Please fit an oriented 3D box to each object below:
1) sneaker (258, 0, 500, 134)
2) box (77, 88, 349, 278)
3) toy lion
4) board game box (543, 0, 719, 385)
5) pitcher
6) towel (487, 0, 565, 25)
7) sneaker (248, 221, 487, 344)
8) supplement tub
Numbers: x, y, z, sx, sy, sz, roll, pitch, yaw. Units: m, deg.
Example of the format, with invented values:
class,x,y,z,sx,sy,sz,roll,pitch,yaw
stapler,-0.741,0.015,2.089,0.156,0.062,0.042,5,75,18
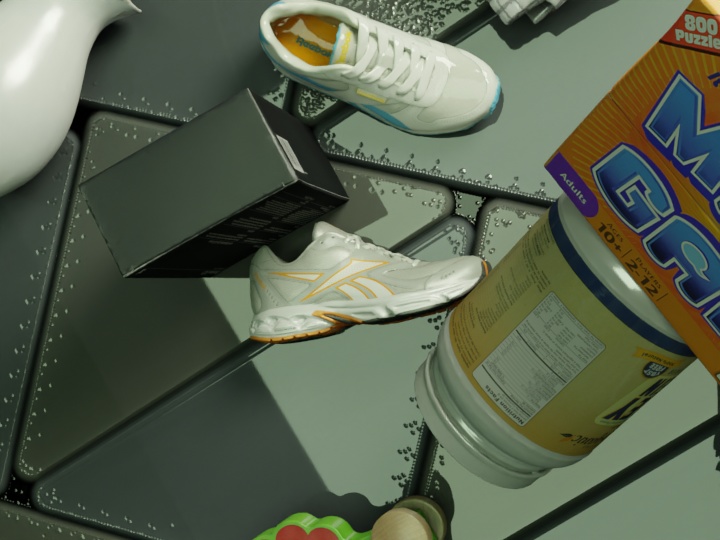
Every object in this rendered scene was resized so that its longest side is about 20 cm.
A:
class,x,y,z,sx,sy,sz,roll,pitch,yaw
sneaker,0.012,-0.161,0.890,0.199,0.081,0.077,16,91,9
box,-0.102,-0.058,0.848,0.141,0.200,0.079,-31,85,8
toy lion,-0.001,0.279,0.878,0.191,0.069,0.201,-30,83,16
board game box,0.268,-0.071,0.630,0.200,0.200,0.200,-35,82,-21
pitcher,-0.303,-0.174,0.938,0.171,0.121,0.200,29,84,28
towel,0.148,-0.305,0.843,0.200,0.086,0.166,-38,91,31
sneaker,0.000,0.000,0.897,0.199,0.076,0.092,-11,83,9
supplement tub,0.144,0.048,0.794,0.144,0.144,0.200,45,120,7
